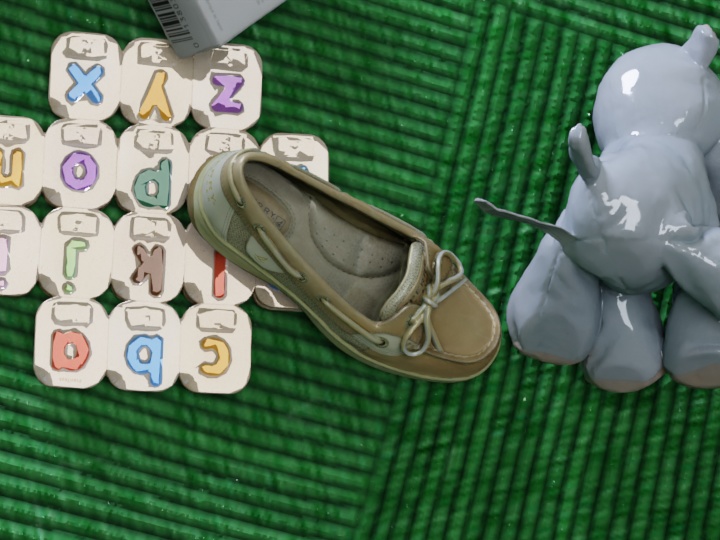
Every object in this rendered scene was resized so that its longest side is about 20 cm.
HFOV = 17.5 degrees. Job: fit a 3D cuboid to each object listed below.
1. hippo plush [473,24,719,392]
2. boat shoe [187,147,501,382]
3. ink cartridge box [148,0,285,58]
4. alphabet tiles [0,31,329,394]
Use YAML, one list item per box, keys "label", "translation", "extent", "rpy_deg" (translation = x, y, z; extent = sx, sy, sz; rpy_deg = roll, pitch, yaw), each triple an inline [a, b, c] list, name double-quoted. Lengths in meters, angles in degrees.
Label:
- label: "hippo plush"
  translation: [0.152, -0.040, 1.304]
  extent: [0.199, 0.159, 0.161]
  rpy_deg: [33, 45, -21]
- label: "boat shoe"
  translation: [0.000, -0.003, 1.271]
  extent: [0.200, 0.063, 0.073]
  rpy_deg: [36, 70, -18]
- label: "ink cartridge box"
  translation: [-0.058, -0.237, 1.301]
  extent: [0.200, 0.057, 0.163]
  rpy_deg: [-40, 111, -35]
- label: "alphabet tiles"
  translation: [-0.116, -0.031, 1.288]
  extent: [0.198, 0.015, 0.197]
  rpy_deg: [3, 81, -12]
